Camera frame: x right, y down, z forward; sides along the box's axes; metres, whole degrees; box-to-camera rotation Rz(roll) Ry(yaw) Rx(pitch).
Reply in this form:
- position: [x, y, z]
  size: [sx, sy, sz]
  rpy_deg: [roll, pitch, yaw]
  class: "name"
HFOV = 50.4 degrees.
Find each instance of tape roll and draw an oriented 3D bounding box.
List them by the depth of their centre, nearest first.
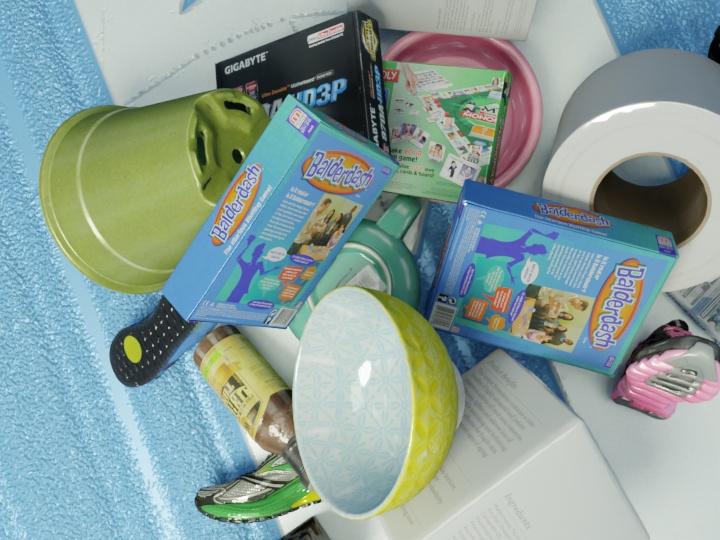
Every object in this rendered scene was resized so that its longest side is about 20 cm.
- position: [0.287, -0.098, 0.757]
  size: [0.201, 0.139, 0.204]
  rpy_deg: [11, 126, 15]
  class: "tape roll"

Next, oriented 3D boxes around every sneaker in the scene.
- position: [0.310, 0.085, 0.768]
  size: [0.078, 0.200, 0.096]
  rpy_deg: [25, 74, 9]
  class: "sneaker"
- position: [-0.196, 0.062, 0.818]
  size: [0.200, 0.078, 0.066]
  rpy_deg: [-40, 79, 34]
  class: "sneaker"
- position: [-0.082, 0.216, 0.825]
  size: [0.198, 0.078, 0.086]
  rpy_deg: [-16, 78, -9]
  class: "sneaker"

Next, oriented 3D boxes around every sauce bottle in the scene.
- position: [-0.098, 0.141, 0.793]
  size: [0.065, 0.065, 0.200]
  rpy_deg: [-46, 60, -3]
  class: "sauce bottle"

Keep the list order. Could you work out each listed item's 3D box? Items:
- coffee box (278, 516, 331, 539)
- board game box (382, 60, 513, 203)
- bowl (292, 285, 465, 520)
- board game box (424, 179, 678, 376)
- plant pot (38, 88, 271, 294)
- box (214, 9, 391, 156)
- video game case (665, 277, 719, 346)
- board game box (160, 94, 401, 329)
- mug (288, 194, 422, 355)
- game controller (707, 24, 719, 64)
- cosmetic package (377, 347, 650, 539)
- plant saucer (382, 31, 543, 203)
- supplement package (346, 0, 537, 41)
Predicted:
- position: [-0.077, 0.325, 0.745]
  size: [0.113, 0.200, 0.080]
  rpy_deg: [-34, 86, -2]
  class: "coffee box"
- position: [0.049, -0.147, 0.800]
  size: [0.198, 0.029, 0.136]
  rpy_deg: [12, 95, 25]
  class: "board game box"
- position: [0.030, 0.115, 0.695]
  size: [0.107, 0.199, 0.202]
  rpy_deg: [3, 84, -33]
  class: "bowl"
- position: [0.174, 0.011, 0.734]
  size: [0.198, 0.045, 0.153]
  rpy_deg: [15, 126, 1]
  class: "board game box"
- position: [-0.174, -0.089, 0.744]
  size: [0.189, 0.199, 0.202]
  rpy_deg: [-11, 84, 41]
  class: "plant pot"
- position: [-0.065, -0.166, 0.815]
  size: [0.198, 0.046, 0.161]
  rpy_deg: [-8, 85, 34]
  class: "box"
- position: [0.439, -0.018, 0.856]
  size: [0.200, 0.022, 0.182]
  rpy_deg: [-45, 86, -4]
  class: "video game case"
- position: [-0.065, -0.041, 0.683]
  size: [0.045, 0.152, 0.201]
  rpy_deg: [42, 103, 26]
  class: "board game box"
- position: [-0.010, 0.005, 0.813]
  size: [0.150, 0.114, 0.187]
  rpy_deg: [2, 86, 1]
  class: "mug"
- position: [0.401, -0.210, 0.788]
  size: [0.042, 0.200, 0.105]
  rpy_deg: [-24, 87, 19]
  class: "game controller"
- position: [0.128, 0.219, 0.742]
  size: [0.199, 0.167, 0.167]
  rpy_deg: [-35, 112, -2]
  class: "cosmetic package"
- position: [0.102, -0.173, 0.859]
  size: [0.198, 0.051, 0.203]
  rpy_deg: [0, 85, 2]
  class: "plant saucer"
- position: [0.090, -0.357, 0.802]
  size: [0.198, 0.152, 0.152]
  rpy_deg: [5, 61, 2]
  class: "supplement package"
